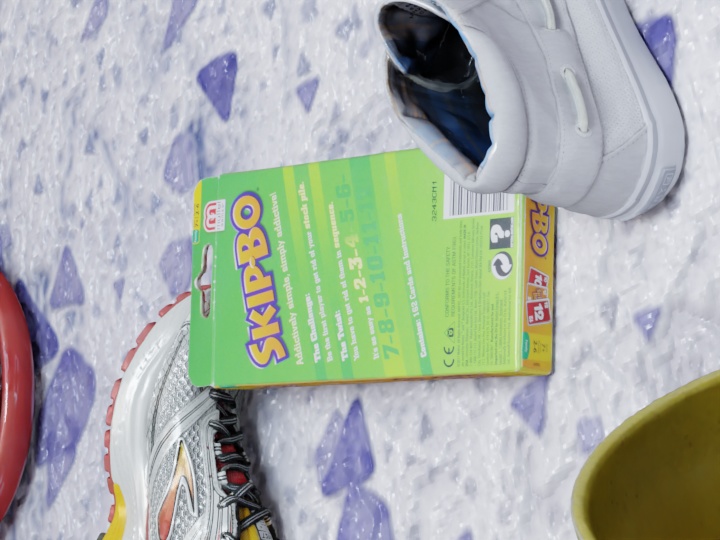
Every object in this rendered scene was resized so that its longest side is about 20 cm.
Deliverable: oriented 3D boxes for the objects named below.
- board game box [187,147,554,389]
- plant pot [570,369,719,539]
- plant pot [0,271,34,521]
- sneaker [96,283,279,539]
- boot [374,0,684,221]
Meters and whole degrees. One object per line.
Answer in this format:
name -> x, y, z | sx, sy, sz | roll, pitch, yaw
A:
board game box -> 0.000, 0.000, 1.110 | 0.200, 0.030, 0.096 | -5, 81, 43
plant pot -> 0.172, 0.115, 0.756 | 0.200, 0.200, 0.142 | 15, 123, 55
plant pot -> -0.282, 0.063, 1.397 | 0.200, 0.182, 0.201 | -11, 76, 55
sneaker -> -0.068, 0.105, 1.194 | 0.082, 0.078, 0.200 | 5, 84, 29
boot -> 0.047, -0.104, 1.023 | 0.074, 0.095, 0.200 | -57, 43, 33
